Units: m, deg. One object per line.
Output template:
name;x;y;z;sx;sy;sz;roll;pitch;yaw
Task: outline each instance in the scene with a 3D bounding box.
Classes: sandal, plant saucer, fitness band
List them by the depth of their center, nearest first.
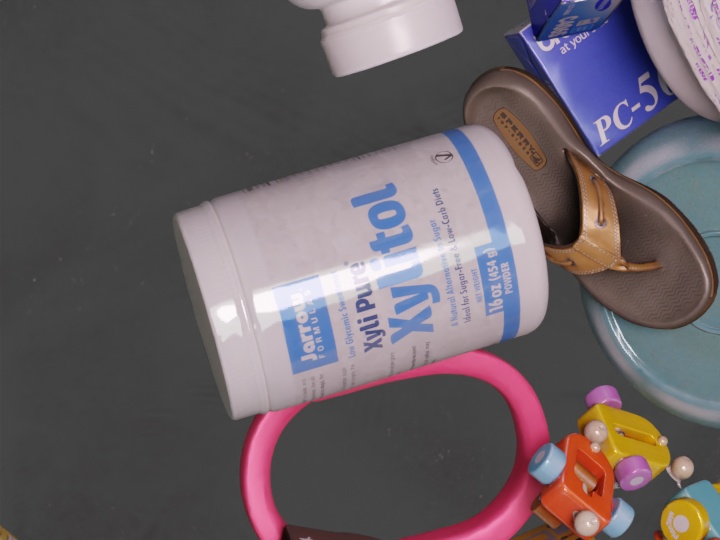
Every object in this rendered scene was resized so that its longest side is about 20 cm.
sandal;0.131;-0.040;1.078;0.200;0.054;0.082;51;126;5
plant saucer;0.223;0.005;1.091;0.198;0.027;0.203;7;106;26
fitness band;0.022;0.121;1.121;0.198;0.037;0.145;-12;101;-9

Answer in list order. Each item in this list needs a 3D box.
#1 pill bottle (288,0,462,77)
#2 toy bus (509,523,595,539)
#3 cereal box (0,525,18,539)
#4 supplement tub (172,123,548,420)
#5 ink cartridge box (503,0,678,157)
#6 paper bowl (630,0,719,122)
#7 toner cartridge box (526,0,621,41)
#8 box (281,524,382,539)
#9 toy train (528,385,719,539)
pill bottle;-0.009;-0.222;1.037;0.112;0.113;0.202;-21;99;-8
toy bus;0.150;0.267;1.137;0.065;0.078;0.202;-23;100;-9
cereal box;-0.236;0.278;1.083;0.144;0.040;0.200;44;87;-12
supplement tub;0.000;0.000;1.053;0.198;0.132;0.133;-17;99;-9
ink cartridge box;0.198;-0.167;1.118;0.199;0.044;0.094;-36;100;-5
paper bowl;0.228;-0.165;1.019;0.200;0.104;0.203;20;63;-44
toner cartridge box;0.109;-0.246;1.044;0.043;0.095;0.202;-11;85;-3
box;-0.018;0.267;1.091;0.099;0.075;0.202;11;103;-12
toy train;0.175;0.157;1.110;0.199;0.151;0.056;37;121;-17
